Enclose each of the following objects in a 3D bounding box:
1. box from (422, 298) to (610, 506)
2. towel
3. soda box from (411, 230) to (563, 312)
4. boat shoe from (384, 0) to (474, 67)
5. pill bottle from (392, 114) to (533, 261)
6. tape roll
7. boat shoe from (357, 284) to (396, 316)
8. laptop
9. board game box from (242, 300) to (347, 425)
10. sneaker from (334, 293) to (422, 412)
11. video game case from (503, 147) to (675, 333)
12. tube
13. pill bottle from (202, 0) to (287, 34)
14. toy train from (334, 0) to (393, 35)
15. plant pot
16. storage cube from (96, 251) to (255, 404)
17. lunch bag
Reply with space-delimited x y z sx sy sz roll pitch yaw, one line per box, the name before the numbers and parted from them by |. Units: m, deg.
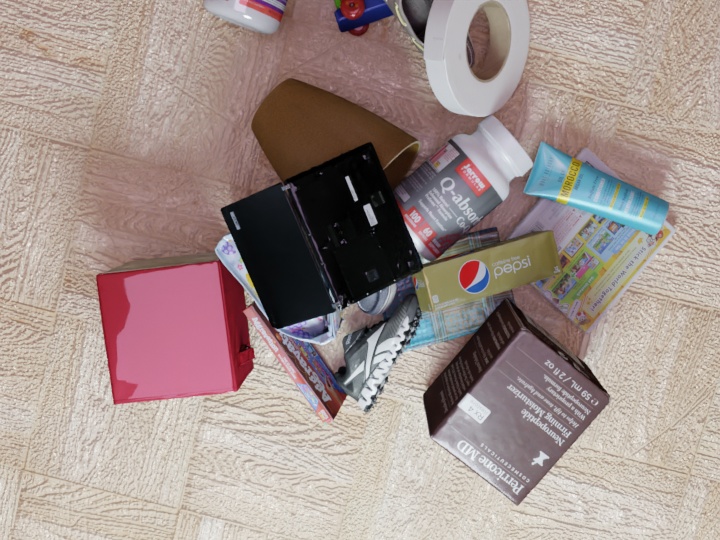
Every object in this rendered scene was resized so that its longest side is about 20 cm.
box | 0.214 0.180 1.389 0.165 0.164 0.201 38 99 -8
towel | 0.123 0.030 1.453 0.198 0.022 0.148 -15 98 3
soda box | 0.175 0.000 1.365 0.198 0.068 0.065 -17 94 -12
boat shoe | 0.099 -0.328 1.337 0.072 0.060 0.200 -37 135 13
pill bottle | 0.137 -0.118 1.386 0.200 0.116 0.116 -41 95 6
tape roll | 0.160 -0.310 1.330 0.037 0.202 0.205 17 100 40
boat shoe | 0.000 0.000 1.370 0.074 0.092 0.202 31 137 28
laptop | -0.050 -0.042 1.275 0.198 0.103 0.179 -26 98 -14
board game box | -0.091 0.121 1.429 0.019 0.103 0.201 -33 96 19
sneaker | 0.019 0.107 1.429 0.090 0.066 0.201 32 116 10
video game case | 0.327 -0.043 1.430 0.182 0.023 0.200 41 91 -4
tube | 0.335 -0.110 1.396 0.198 0.050 0.078 22 80 2
pill bottle | -0.137 -0.436 1.353 0.111 0.112 0.202 20 97 -1
toy train | 0.049 -0.417 1.373 0.198 0.085 0.117 -18 83 4
plant pot | -0.048 -0.168 1.365 0.200 0.186 0.187 42 97 7
storage cube | -0.255 0.074 1.394 0.197 0.171 0.182 -7 96 3
lunch bag | -0.089 0.002 1.380 0.127 0.170 0.201 -35 93 10
